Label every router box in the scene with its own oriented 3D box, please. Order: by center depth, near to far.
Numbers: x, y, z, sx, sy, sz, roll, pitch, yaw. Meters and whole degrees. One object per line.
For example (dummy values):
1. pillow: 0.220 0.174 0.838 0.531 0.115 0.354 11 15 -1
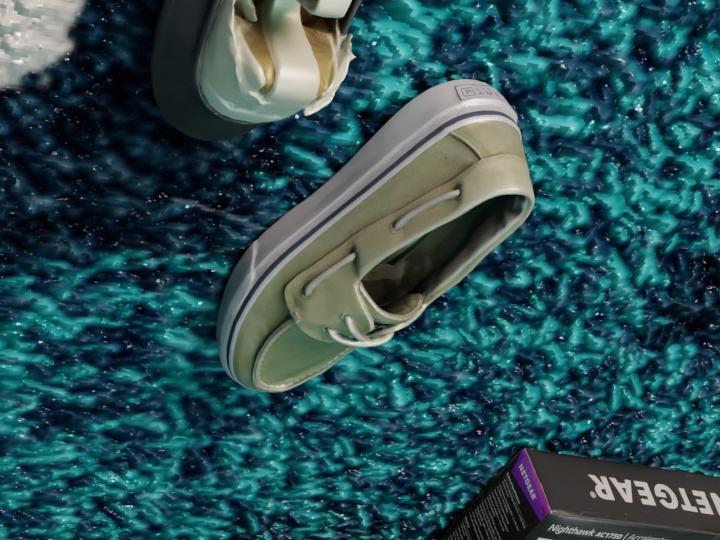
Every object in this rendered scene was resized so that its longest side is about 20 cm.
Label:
1. router box: 0.145 0.184 1.003 0.200 0.051 0.149 12 132 -33

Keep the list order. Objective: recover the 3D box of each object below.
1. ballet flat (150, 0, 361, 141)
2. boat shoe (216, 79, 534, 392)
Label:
1. ballet flat: -0.025 -0.102 0.564 0.073 0.073 0.200 5 138 -27
2. boat shoe: 0.000 0.000 0.705 0.072 0.062 0.200 13 134 -34
